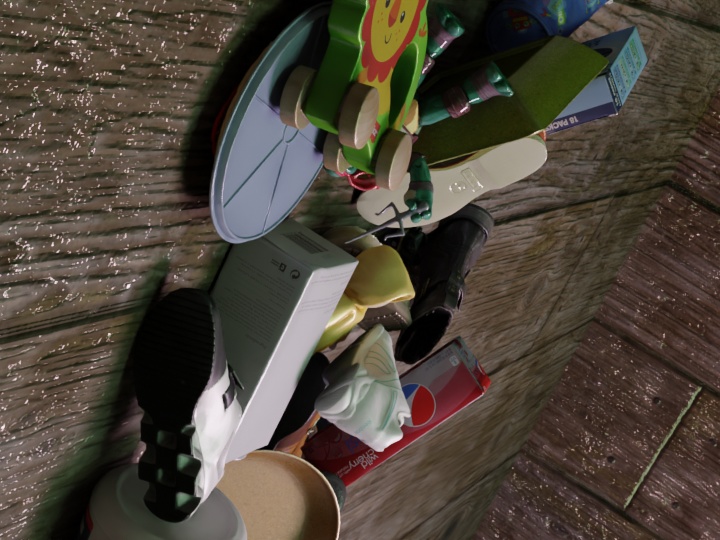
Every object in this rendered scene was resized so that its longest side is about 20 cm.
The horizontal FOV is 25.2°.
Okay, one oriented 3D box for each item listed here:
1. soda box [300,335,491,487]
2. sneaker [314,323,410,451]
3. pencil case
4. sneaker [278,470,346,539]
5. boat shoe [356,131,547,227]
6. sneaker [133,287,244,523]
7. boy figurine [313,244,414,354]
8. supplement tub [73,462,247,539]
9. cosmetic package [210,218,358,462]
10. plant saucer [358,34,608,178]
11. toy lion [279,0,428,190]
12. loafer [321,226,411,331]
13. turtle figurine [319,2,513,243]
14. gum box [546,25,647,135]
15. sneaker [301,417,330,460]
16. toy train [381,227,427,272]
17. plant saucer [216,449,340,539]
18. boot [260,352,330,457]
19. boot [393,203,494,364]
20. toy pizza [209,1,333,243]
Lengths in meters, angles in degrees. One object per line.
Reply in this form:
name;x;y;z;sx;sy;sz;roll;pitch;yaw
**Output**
soda box;0.037;0.151;1.679;0.199;0.064;0.070;-36;179;13
sneaker;0.008;0.114;1.523;0.070;0.080;0.200;-42;-171;18
pencil case;0.211;-0.286;1.689;0.078;0.087;0.200;-19;-160;49
sneaker;-0.106;0.260;1.673;0.199;0.074;0.087;-33;-164;6
boat shoe;0.087;-0.102;1.557;0.071;0.198;0.063;50;25;-41
sneaker;-0.135;0.098;1.308;0.088;0.073;0.202;-34;138;-55
boy figurine;-0.033;0.056;1.510;0.200;0.065;0.124;-40;166;7
supplement tub;-0.192;0.280;1.381;0.140;0.140;0.201;-27;145;-62
cosmetic package;-0.092;0.062;1.403;0.201;0.081;0.113;-62;164;13
plant saucer;0.109;-0.159;1.499;0.200;0.198;0.048;-45;115;-53
toy lion;0.015;-0.179;1.236;0.200;0.068;0.193;43;68;-72
loafer;0.000;0.000;1.596;0.200;0.075;0.069;59;24;-62
turtle figurine;0.026;-0.128;1.388;0.200;0.150;0.101;-41;-150;11
gum box;0.195;-0.183;1.647;0.045;0.168;0.200;68;25;-16
sneaker;-0.049;0.222;1.835;0.201;0.079;0.079;-57;164;-13
toy train;0.058;-0.074;1.681;0.034;0.046;0.201;-39;153;-47
plant saucer;-0.118;0.257;1.587;0.198;0.035;0.202;-9;116;-17
boot;-0.060;0.150;1.687;0.190;0.068;0.200;-64;165;15
boot;0.070;0.032;1.745;0.200;0.069;0.175;-55;-171;51
toy pizza;-0.064;-0.116;1.240;0.201;0.032;0.201;-53;160;-29
